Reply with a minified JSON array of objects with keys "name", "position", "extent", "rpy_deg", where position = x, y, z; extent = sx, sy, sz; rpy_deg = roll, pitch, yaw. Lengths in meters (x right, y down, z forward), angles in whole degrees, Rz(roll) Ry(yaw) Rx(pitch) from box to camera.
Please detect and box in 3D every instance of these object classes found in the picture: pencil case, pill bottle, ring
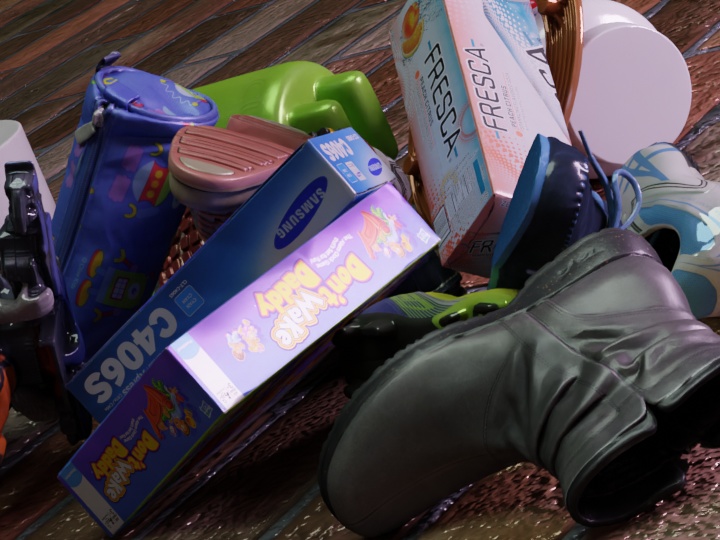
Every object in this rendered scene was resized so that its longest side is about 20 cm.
[{"name":"pencil case","position":[-0.154,-0.027,1.588],"extent":[0.086,0.201,0.078],"rpy_deg":[2,25,-47]},{"name":"pill bottle","position":[0.130,-0.119,1.652],"extent":[0.112,0.113,0.200],"rpy_deg":[-26,15,-13]},{"name":"ring","position":[0.076,-0.112,1.601],"extent":[0.019,0.202,0.200],"rpy_deg":[12,-1,-26]}]

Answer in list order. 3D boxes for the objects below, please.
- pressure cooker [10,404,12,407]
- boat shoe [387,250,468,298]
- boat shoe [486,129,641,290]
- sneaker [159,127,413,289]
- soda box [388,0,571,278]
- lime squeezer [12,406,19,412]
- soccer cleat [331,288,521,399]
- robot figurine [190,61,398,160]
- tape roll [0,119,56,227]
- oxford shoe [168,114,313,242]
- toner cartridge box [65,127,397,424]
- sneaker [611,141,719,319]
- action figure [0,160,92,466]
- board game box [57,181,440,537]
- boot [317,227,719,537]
[{"name":"pressure cooker","position":[-0.318,0.050,1.570],"extent":[0.199,0.176,0.179],"rpy_deg":[-23,33,38]},{"name":"boat shoe","position":[0.000,0.000,1.527],"extent":[0.075,0.062,0.200],"rpy_deg":[-28,15,-14]},{"name":"boat shoe","position":[0.106,-0.020,1.301],"extent":[0.068,0.085,0.200],"rpy_deg":[19,-7,5]},{"name":"sneaker","position":[-0.050,-0.016,1.661],"extent":[0.199,0.078,0.082],"rpy_deg":[-26,-33,32]},{"name":"soda box","position":[0.072,-0.086,1.496],"extent":[0.064,0.068,0.201],"rpy_deg":[-55,33,38]},{"name":"lime squeezer","position":[-0.158,0.034,1.713],"extent":[0.071,0.038,0.200],"rpy_deg":[-50,0,31]},{"name":"soccer cleat","position":[0.072,0.035,1.308],"extent":[0.083,0.065,0.199],"rpy_deg":[-19,11,-41]},{"name":"robot figurine","position":[-0.075,-0.076,1.790],"extent":[0.199,0.116,0.176],"rpy_deg":[-13,26,33]},{"name":"tape roll","position":[-0.301,-0.001,1.811],"extent":[0.201,0.140,0.203],"rpy_deg":[-20,14,5]},{"name":"oxford shoe","position":[-0.071,-0.045,1.524],"extent":[0.070,0.074,0.200],"rpy_deg":[19,10,11]},{"name":"toner cartridge box","position":[-0.071,0.006,1.460],"extent":[0.200,0.043,0.095],"rpy_deg":[-45,-4,16]},{"name":"sneaker","position":[0.160,-0.019,1.354],"extent":[0.072,0.072,0.200],"rpy_deg":[-31,13,-5]},{"name":"action figure","position":[-0.216,0.036,1.445],"extent":[0.104,0.201,0.194],"rpy_deg":[4,35,14]},{"name":"board game box","position":[-0.058,0.045,1.379],"extent":[0.200,0.045,0.135],"rpy_deg":[-38,-6,-45]},{"name":"boot","position":[0.075,0.073,1.156],"extent":[0.200,0.070,0.132],"rpy_deg":[-41,35,7]}]
